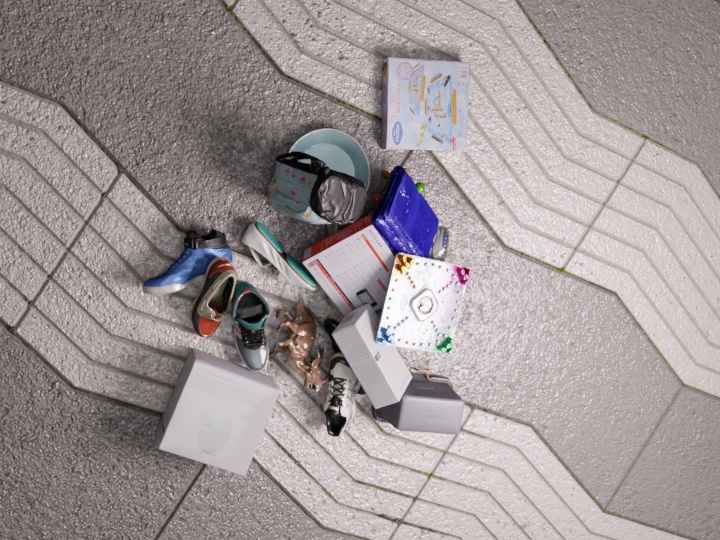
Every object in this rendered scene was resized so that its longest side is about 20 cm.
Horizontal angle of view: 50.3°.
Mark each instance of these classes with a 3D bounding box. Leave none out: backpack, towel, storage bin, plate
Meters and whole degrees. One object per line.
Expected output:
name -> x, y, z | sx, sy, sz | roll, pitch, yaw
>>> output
backpack -> -0.105, -0.164, 1.582 | 0.166, 0.199, 0.128 | 26, 87, -52
towel -> 0.106, -0.109, 1.646 | 0.200, 0.049, 0.149 | 48, 58, -46
storage bin -> 0.145, 0.307, 1.777 | 0.198, 0.134, 0.147 | 8, 95, -18
plate -> -0.076, -0.212, 1.698 | 0.198, 0.026, 0.202 | -2, 98, -15

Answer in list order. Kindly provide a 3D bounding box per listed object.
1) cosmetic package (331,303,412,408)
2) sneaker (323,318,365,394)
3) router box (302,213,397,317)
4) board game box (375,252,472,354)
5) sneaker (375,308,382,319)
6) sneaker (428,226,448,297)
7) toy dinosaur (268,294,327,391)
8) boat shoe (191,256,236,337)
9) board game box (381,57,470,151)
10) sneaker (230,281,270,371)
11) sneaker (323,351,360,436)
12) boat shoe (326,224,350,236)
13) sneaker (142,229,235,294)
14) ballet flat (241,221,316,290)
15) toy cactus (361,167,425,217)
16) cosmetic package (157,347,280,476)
cosmetic package -> 0.027, 0.187, 1.673 | 0.074, 0.102, 0.201 | -24, 104, 31
sneaker -> -0.032, 0.202, 1.745 | 0.087, 0.076, 0.200 | -40, 106, -2
router box -> 0.000, 0.000, 1.675 | 0.178, 0.049, 0.201 | -27, 121, 16
board game box -> 0.142, 0.076, 1.665 | 0.199, 0.026, 0.202 | 11, 95, -30
sneaker -> 0.094, 0.069, 1.766 | 0.198, 0.074, 0.083 | -13, 100, -26
sneaker -> 0.148, -0.007, 1.749 | 0.087, 0.075, 0.202 | 7, 67, 10
toy dinosaur -> -0.128, 0.156, 1.705 | 0.134, 0.086, 0.202 | 11, 90, -17
boat shoe -> -0.305, 0.068, 1.614 | 0.071, 0.063, 0.201 | -3, 128, -38
board game box -> 0.147, -0.373, 1.733 | 0.198, 0.041, 0.202 | -1, 98, -17
sneaker -> -0.231, 0.123, 1.638 | 0.083, 0.121, 0.202 | -13, 94, -13
sneaker -> -0.043, 0.282, 1.710 | 0.075, 0.088, 0.202 | 7, 116, 14
boat shoe -> -0.035, -0.069, 1.695 | 0.072, 0.062, 0.201 | -25, 117, -10
sneaker -> -0.369, -0.025, 1.608 | 0.198, 0.077, 0.112 | -17, 108, -18
ballet flat -> -0.182, -0.019, 1.680 | 0.069, 0.069, 0.200 | -45, 103, -6
toy cactus -> 0.057, -0.136, 1.718 | 0.199, 0.102, 0.166 | -29, 132, -36
cosmetic package -> -0.307, 0.301, 1.649 | 0.198, 0.123, 0.201 | 23, 92, -18
